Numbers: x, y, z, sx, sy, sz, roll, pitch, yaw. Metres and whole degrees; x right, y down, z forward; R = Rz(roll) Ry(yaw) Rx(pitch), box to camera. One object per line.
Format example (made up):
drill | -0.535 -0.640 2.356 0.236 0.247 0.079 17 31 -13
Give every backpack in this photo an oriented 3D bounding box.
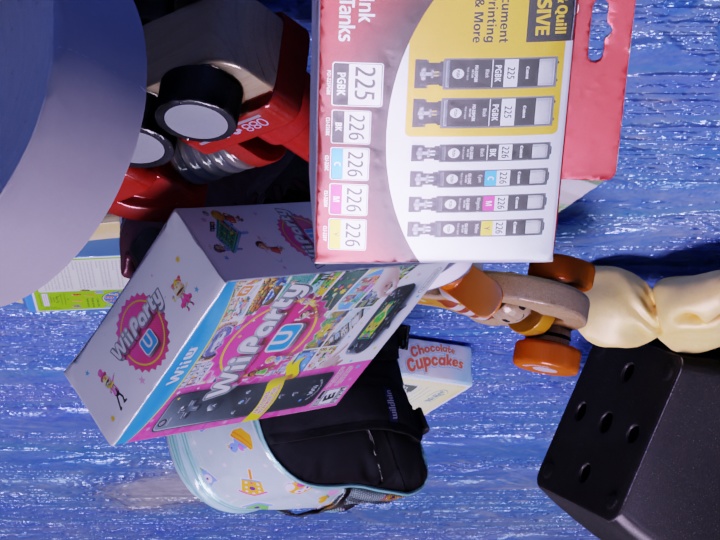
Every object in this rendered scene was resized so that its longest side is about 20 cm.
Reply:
backpack | -0.061 0.094 1.715 0.153 0.176 0.200 -15 168 27

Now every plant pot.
plant pot | 0.259 0.147 1.828 0.177 0.200 0.199 25 178 -25

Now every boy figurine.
boy figurine | 0.258 0.025 1.736 0.199 0.065 0.124 -3 163 8

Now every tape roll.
tape roll | -0.203 -0.084 1.235 0.200 0.201 0.066 -19 152 38

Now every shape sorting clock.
shape sorting clock | -0.174 -0.009 1.653 0.199 0.039 0.200 -3 164 -1

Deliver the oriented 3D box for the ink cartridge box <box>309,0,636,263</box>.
ink cartridge box | 0.062 -0.107 1.230 0.175 0.084 0.200 -1 126 -3

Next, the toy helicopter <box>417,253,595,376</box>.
toy helicopter | 0.059 0.014 1.624 0.199 0.079 0.132 7 170 22

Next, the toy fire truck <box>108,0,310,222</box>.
toy fire truck | -0.072 -0.090 1.374 0.176 0.129 0.200 -19 143 38

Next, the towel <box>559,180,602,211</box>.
towel | 0.058 -0.055 1.578 0.149 0.031 0.200 11 158 -23

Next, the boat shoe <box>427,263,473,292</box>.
boat shoe | 0.000 0.000 1.574 0.200 0.070 0.066 -9 149 33

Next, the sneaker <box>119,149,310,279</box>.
sneaker | -0.068 -0.027 1.492 0.199 0.116 0.076 -8 156 27

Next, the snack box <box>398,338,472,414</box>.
snack box | -0.004 0.102 1.955 0.116 0.037 0.200 8 157 -25

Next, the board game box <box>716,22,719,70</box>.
board game box | 0.323 -0.147 1.303 0.195 0.056 0.200 3 158 -12

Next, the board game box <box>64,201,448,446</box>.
board game box | -0.062 0.028 1.443 0.200 0.064 0.148 -5 141 -47
